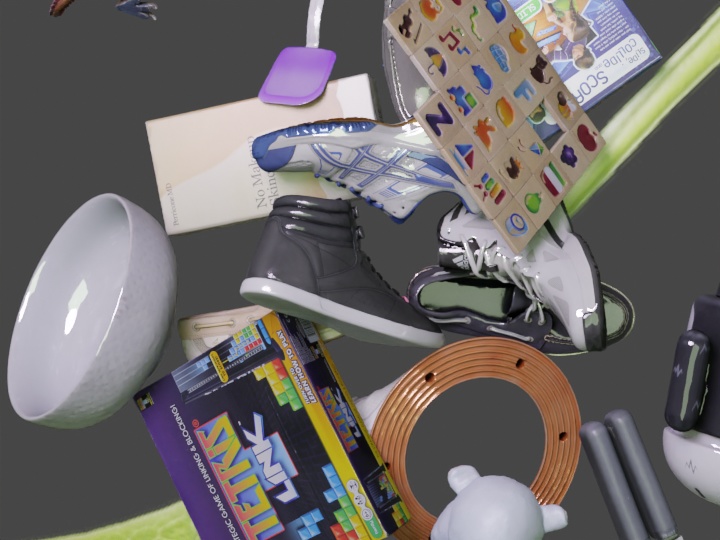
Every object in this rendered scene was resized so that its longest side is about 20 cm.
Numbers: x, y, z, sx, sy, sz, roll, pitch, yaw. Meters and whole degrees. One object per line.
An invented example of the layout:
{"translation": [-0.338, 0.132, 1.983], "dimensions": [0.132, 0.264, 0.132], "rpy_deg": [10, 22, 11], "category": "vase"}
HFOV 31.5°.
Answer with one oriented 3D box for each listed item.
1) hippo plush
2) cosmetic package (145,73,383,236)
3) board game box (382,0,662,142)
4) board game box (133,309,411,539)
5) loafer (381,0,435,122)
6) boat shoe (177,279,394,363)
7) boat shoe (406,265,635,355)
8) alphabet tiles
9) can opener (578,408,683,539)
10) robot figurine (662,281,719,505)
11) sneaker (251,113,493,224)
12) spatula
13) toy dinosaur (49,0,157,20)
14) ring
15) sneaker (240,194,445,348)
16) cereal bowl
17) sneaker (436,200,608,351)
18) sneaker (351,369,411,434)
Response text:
{"translation": [0.071, 0.235, 1.002], "dimensions": [0.157, 0.201, 0.162], "rpy_deg": [17, 60, 2], "category": "hippo plush"}
{"translation": [-0.076, -0.098, 1.103], "dimensions": [0.197, 0.071, 0.107], "rpy_deg": [-12, 91, 7], "category": "cosmetic package"}
{"translation": [0.137, -0.177, 1.091], "dimensions": [0.199, 0.034, 0.136], "rpy_deg": [-34, 88, 8], "category": "board game box"}
{"translation": [-0.076, 0.152, 1.051], "dimensions": [0.164, 0.057, 0.202], "rpy_deg": [-31, 83, 24], "category": "board game box"}
{"translation": [0.048, -0.213, 1.049], "dimensions": [0.069, 0.070, 0.203], "rpy_deg": [-4, 93, 6], "category": "loafer"}
{"translation": [-0.065, 0.039, 1.109], "dimensions": [0.198, 0.072, 0.066], "rpy_deg": [-19, 91, 13], "category": "boat shoe"}
{"translation": [0.136, 0.034, 1.086], "dimensions": [0.197, 0.063, 0.074], "rpy_deg": [8, 93, 6], "category": "boat shoe"}
{"translation": [0.103, -0.137, 1.003], "dimensions": [0.201, 0.167, 0.008], "rpy_deg": [52, 140, -10], "category": "alphabet tiles"}
{"translation": [0.247, 0.216, 1.080], "dimensions": [0.052, 0.066, 0.202], "rpy_deg": [-21, 85, -16], "category": "can opener"}
{"translation": [0.319, 0.093, 1.035], "dimensions": [0.148, 0.125, 0.203], "rpy_deg": [14, 93, 6], "category": "robot figurine"}
{"translation": [0.011, -0.079, 1.021], "dimensions": [0.197, 0.075, 0.089], "rpy_deg": [-2, 102, 4], "category": "sneaker"}
{"translation": [-0.035, -0.228, 1.088], "dimensions": [0.056, 0.021, 0.202], "rpy_deg": [9, 73, 21], "category": "spatula"}
{"translation": [-0.186, -0.323, 1.105], "dimensions": [0.197, 0.105, 0.184], "rpy_deg": [2, 72, 19], "category": "toy dinosaur"}
{"translation": [0.096, 0.151, 1.083], "dimensions": [0.198, 0.019, 0.203], "rpy_deg": [-4, 105, -17], "category": "ring"}
{"translation": [0.000, 0.000, 1.022], "dimensions": [0.199, 0.070, 0.100], "rpy_deg": [22, 74, -34], "category": "sneaker"}
{"translation": [-0.216, 0.042, 1.085], "dimensions": [0.083, 0.200, 0.202], "rpy_deg": [24, 96, -33], "category": "cereal bowl"}
{"translation": [0.125, 0.004, 1.030], "dimensions": [0.114, 0.202, 0.076], "rpy_deg": [-15, 129, 0], "category": "sneaker"}
{"translation": [-0.028, 0.144, 1.110], "dimensions": [0.199, 0.075, 0.081], "rpy_deg": [-38, 79, 6], "category": "sneaker"}
